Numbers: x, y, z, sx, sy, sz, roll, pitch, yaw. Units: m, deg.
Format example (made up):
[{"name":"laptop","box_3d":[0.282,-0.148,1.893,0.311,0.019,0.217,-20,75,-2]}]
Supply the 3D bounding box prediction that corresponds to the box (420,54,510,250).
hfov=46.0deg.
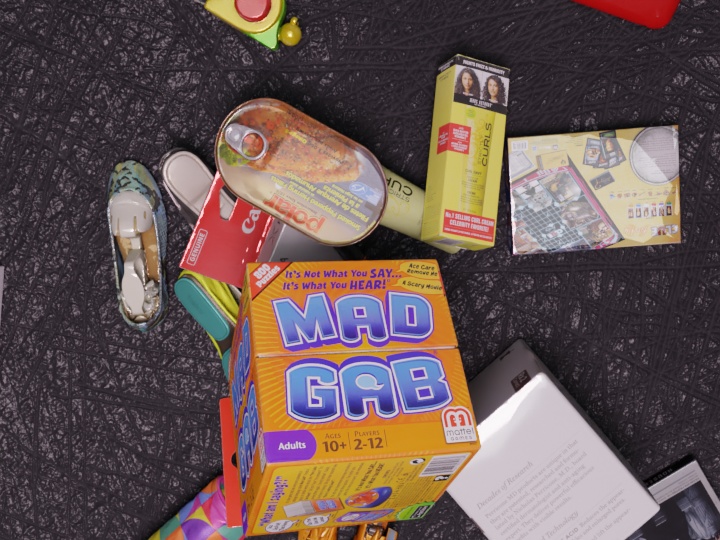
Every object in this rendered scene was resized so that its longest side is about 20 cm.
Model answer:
[{"name":"box","box_3d":[0.117,-0.129,0.944,0.074,0.050,0.204,10,82,-21]}]

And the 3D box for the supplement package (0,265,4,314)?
[{"name":"supplement package","box_3d":[-0.539,0.064,0.969,0.196,0.152,0.154,8,97,0]}]

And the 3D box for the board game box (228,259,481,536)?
[{"name":"board game box","box_3d":[-0.021,0.129,0.855,0.196,0.201,0.203,-1,58,-16]}]

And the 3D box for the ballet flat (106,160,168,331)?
[{"name":"ballet flat","box_3d":[-0.261,-0.027,0.993,0.073,0.074,0.204,-8,97,3]}]

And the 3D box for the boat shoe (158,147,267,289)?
[{"name":"boat shoe","box_3d":[-0.164,-0.059,0.989,0.067,0.057,0.201,-38,115,-10]}]

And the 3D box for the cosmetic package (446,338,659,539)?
[{"name":"cosmetic package","box_3d":[0.196,0.218,0.965,0.165,0.165,0.200,-42,94,7]}]

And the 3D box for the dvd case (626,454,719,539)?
[{"name":"dvd case","box_3d":[0.395,0.351,1.048,0.149,0.025,0.202,-32,95,6]}]

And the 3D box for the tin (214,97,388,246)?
[{"name":"tin","box_3d":[-0.062,-0.104,0.908,0.198,0.042,0.113,30,93,4]}]

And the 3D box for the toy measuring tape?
[{"name":"toy measuring tape","box_3d":[-0.149,-0.318,0.951,0.198,0.074,0.074,30,97,-3]}]

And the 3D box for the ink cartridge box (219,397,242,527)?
[{"name":"ink cartridge box","box_3d":[-0.070,0.198,0.986,0.196,0.048,0.163,-10,61,2]}]

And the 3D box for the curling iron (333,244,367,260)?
[{"name":"curling iron","box_3d":[0.000,0.000,0.975,0.025,0.050,0.201,-22,118,25]}]

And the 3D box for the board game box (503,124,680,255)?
[{"name":"board game box","box_3d":[0.268,-0.093,0.987,0.196,0.035,0.139,-3,97,2]}]

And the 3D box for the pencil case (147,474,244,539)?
[{"name":"pencil case","box_3d":[-0.213,0.341,1.036,0.200,0.088,0.089,-42,95,8]}]

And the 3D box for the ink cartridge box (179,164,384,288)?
[{"name":"ink cartridge box","box_3d":[-0.087,-0.060,0.962,0.174,0.045,0.203,20,98,-28]}]

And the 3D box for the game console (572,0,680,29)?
[{"name":"game console","box_3d":[0.286,-0.399,0.954,0.196,0.120,0.174,19,129,-1]}]

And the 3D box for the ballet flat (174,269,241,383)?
[{"name":"ballet flat","box_3d":[-0.143,0.077,1.005,0.066,0.067,0.202,-30,94,36]}]

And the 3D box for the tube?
[{"name":"tube","box_3d":[0.032,-0.078,0.958,0.197,0.052,0.059,25,54,-19]}]

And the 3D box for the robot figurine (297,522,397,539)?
[{"name":"robot figurine","box_3d":[-0.008,0.294,1.033,0.142,0.058,0.204,15,98,-2]}]
